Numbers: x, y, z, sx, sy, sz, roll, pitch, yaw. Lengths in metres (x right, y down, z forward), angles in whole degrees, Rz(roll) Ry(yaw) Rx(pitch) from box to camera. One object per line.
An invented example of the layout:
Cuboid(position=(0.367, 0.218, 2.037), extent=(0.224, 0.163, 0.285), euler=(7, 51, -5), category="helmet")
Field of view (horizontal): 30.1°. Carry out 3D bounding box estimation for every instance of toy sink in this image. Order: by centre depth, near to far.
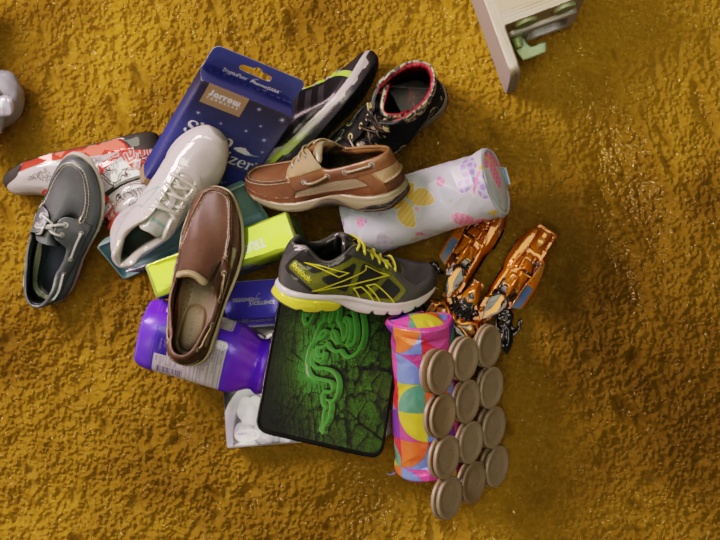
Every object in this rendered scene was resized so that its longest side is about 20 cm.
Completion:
Cuboid(position=(0.190, -0.327, 1.560), extent=(0.111, 0.130, 0.202), euler=(-19, 85, 3), category="toy sink")

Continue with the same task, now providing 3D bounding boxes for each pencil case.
Cuboid(position=(0.072, 0.146, 1.542), extent=(0.087, 0.088, 0.202), euler=(0, 105, 4), category="pencil case")
Cuboid(position=(0.074, -0.075, 1.552), extent=(0.198, 0.091, 0.084), euler=(-17, 82, 23), category="pencil case")

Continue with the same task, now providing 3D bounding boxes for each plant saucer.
Cuboid(position=(-0.213, -0.051, 1.609), extent=(0.198, 0.070, 0.019), euler=(-23, 48, 8), category="plant saucer")

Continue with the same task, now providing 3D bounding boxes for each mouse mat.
Cuboid(position=(-0.031, 0.103, 1.546), extent=(0.160, 0.008, 0.202), euler=(15, 74, -20), category="mouse mat")

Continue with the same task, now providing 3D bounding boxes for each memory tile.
Cuboid(position=(0.119, 0.171, 1.522), extent=(0.017, 0.153, 0.202), euler=(8, 110, 37), category="memory tile")

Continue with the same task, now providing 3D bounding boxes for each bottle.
Cuboid(position=(-0.159, 0.097, 1.553), extent=(0.198, 0.065, 0.084), euler=(16, 123, -1), category="bottle")

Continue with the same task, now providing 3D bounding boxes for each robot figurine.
Cuboid(position=(0.138, 0.017, 1.584), extent=(0.144, 0.058, 0.201), euler=(32, 90, 8), category="robot figurine")

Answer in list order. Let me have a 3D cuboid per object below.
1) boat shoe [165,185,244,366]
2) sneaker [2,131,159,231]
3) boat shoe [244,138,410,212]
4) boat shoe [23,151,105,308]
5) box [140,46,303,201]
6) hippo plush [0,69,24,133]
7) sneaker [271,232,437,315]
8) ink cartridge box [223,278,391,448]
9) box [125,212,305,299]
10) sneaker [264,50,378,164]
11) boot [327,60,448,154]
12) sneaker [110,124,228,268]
Cuboid(position=(-0.173, 0.005, 1.477), extent=(0.074, 0.075, 0.204), euler=(7, 86, 5), category="boat shoe")
Cuboid(position=(-0.329, -0.092, 1.622), extent=(0.199, 0.067, 0.109), euler=(-14, 84, 1), category="sneaker")
Cuboid(position=(-0.040, -0.115, 1.519), extent=(0.198, 0.076, 0.074), euler=(1, 125, 24), category="boat shoe")
Cuboid(position=(-0.355, -0.043, 1.585), extent=(0.072, 0.062, 0.201), euler=(24, 117, 7), category="boat shoe")
Cuboid(position=(-0.160, -0.158, 1.552), extent=(0.120, 0.033, 0.200), euler=(19, 127, -25), category="box")
Cuboid(position=(-0.470, -0.236, 1.589), extent=(0.160, 0.200, 0.160), euler=(39, 113, -3), category="hippo plush")
Cuboid(position=(0.000, 0.000, 1.516), extent=(0.198, 0.075, 0.085), euler=(-3, 119, -23), category="sneaker")
Cuboid(position=(-0.068, 0.106, 1.605), extent=(0.196, 0.043, 0.202), euler=(-5, 86, 5), category="ink cartridge box")
Cuboid(position=(-0.165, -0.013, 1.578), extent=(0.198, 0.122, 0.048), euler=(-20, 88, 4), category="box")
Cuboid(position=(-0.064, -0.200, 1.604), extent=(0.083, 0.072, 0.200), euler=(43, 91, 6), category="sneaker")
Cuboid(position=(0.013, -0.166, 1.554), extent=(0.203, 0.154, 0.074), euler=(-38, 85, 2), category="boot")
Cuboid(position=(-0.217, -0.077, 1.529), extent=(0.070, 0.080, 0.201), euler=(35, 109, -17), category="sneaker")
